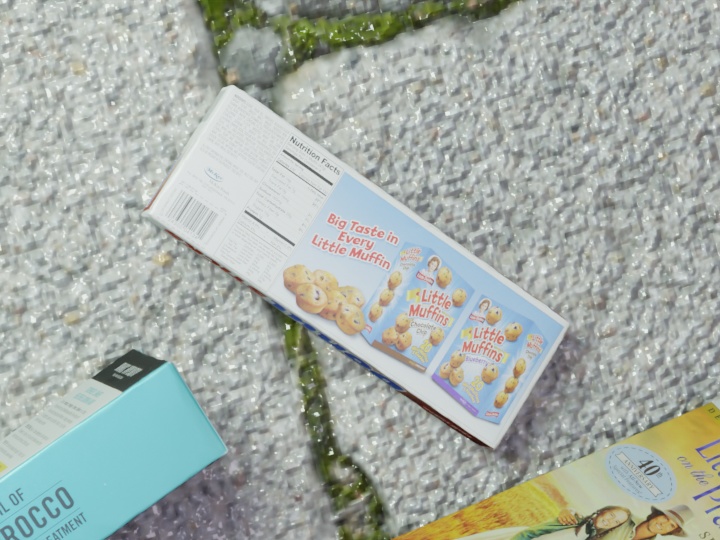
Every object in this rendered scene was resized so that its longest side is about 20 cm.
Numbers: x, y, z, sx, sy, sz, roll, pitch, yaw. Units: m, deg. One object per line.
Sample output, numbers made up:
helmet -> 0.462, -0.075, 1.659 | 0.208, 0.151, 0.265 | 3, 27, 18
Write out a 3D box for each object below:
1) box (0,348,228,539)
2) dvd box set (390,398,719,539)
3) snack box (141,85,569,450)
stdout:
box -> -0.158, 0.111, 0.945 | 0.200, 0.082, 0.049 | -35, 101, -13
dvd box set -> 0.122, 0.141, 1.000 | 0.199, 0.146, 0.030 | -21, 129, -14
snack box -> 0.000, 0.000, 1.020 | 0.200, 0.024, 0.072 | 35, 80, -14
